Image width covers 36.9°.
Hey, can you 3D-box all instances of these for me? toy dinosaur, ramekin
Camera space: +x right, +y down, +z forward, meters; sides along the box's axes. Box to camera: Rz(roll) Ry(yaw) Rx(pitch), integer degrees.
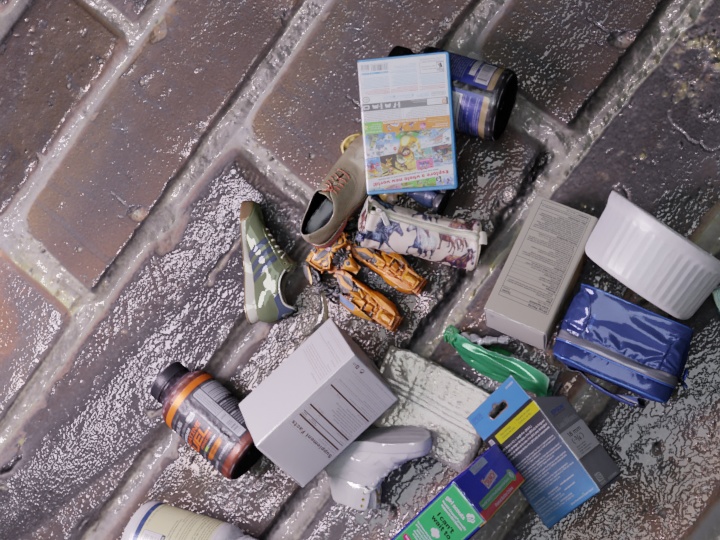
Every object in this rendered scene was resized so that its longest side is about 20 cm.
[{"bbox_3d":[-0.063,0.134,1.711,0.087,0.048,0.203,19,107,-15],"label":"toy dinosaur"},{"bbox_3d":[0.415,-0.018,1.529,0.199,0.200,0.099,36,102,16],"label":"ramekin"}]

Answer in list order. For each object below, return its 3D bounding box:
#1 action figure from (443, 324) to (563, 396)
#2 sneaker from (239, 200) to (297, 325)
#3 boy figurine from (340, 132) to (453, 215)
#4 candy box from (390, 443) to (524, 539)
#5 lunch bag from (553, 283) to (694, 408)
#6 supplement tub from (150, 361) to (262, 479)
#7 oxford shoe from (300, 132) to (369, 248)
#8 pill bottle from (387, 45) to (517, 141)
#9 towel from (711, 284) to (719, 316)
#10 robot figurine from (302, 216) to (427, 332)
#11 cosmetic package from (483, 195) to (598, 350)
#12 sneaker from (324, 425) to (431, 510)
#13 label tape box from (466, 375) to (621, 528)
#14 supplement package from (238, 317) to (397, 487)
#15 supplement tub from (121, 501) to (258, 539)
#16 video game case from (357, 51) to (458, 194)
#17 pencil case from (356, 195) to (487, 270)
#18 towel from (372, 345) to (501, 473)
[{"bbox_3d":[0.209,0.134,1.629,0.198,0.119,0.055,26,68,25],"label":"action figure"},{"bbox_3d":[-0.145,-0.016,1.759,0.088,0.067,0.204,-5,83,8],"label":"sneaker"},{"bbox_3d":[0.059,-0.169,1.714,0.198,0.064,0.126,30,98,15],"label":"boy figurine"},{"bbox_3d":[0.127,0.361,1.553,0.077,0.168,0.201,46,117,14],"label":"candy box"},{"bbox_3d":[0.380,0.118,1.552,0.197,0.136,0.134,24,91,16],"label":"lunch bag"},{"bbox_3d":[-0.245,0.236,1.735,0.199,0.107,0.108,38,95,17],"label":"supplement tub"},{"bbox_3d":[-0.028,-0.127,1.668,0.070,0.075,0.202,28,93,18],"label":"oxford shoe"},{"bbox_3d":[0.135,-0.282,1.679,0.197,0.112,0.114,20,90,17],"label":"pill bottle"},{"bbox_3d":[0.622,0.066,1.549,0.197,0.022,0.149,-18,80,12],"label":"towel"},{"bbox_3d":[0.000,0.000,1.714,0.199,0.058,0.146,34,91,17],"label":"robot figurine"},{"bbox_3d":[0.269,0.003,1.599,0.104,0.071,0.202,23,73,19],"label":"cosmetic package"},{"bbox_3d":[0.032,0.306,1.652,0.197,0.073,0.118,-10,98,32],"label":"sneaker"},{"bbox_3d":[0.264,0.253,1.568,0.201,0.063,0.145,54,140,14],"label":"label tape box"},{"bbox_3d":[-0.066,0.199,1.634,0.200,0.120,0.121,-42,32,3],"label":"supplement package"},{"bbox_3d":[-0.266,0.457,1.695,0.197,0.145,0.148,12,87,17],"label":"supplement tub"},{"bbox_3d":[0.072,-0.221,1.631,0.140,0.018,0.204,-3,97,11],"label":"video game case"},{"bbox_3d":[0.094,-0.057,1.657,0.196,0.090,0.079,12,78,-1],"label":"pencil case"},{"bbox_3d":[0.106,0.214,1.674,0.198,0.034,0.134,27,93,16],"label":"towel"}]
